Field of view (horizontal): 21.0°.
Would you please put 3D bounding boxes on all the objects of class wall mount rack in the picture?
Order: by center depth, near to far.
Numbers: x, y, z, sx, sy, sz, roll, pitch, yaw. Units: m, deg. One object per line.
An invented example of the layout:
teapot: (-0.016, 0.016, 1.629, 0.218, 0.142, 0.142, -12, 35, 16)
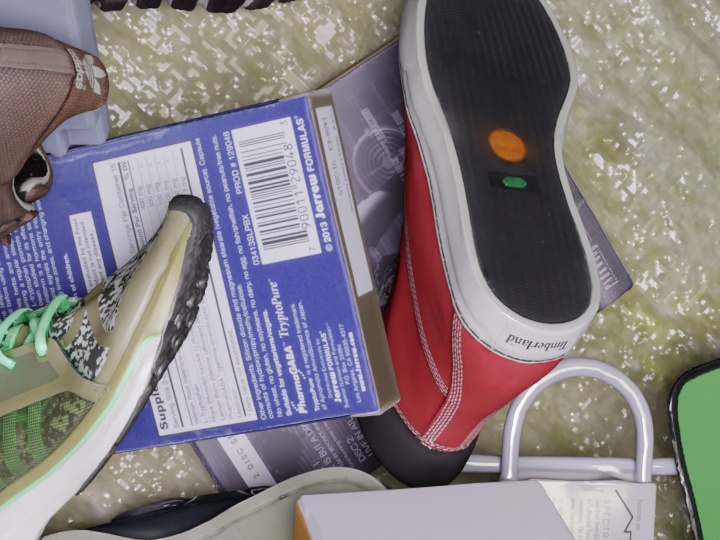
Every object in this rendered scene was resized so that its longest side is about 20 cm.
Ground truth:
wall mount rack: (0.108, 0.135, 0.827, 0.173, 0.075, 0.201, 2, 92, -11)

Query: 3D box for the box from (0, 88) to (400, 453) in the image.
box: (-0.092, 0.010, 0.749, 0.200, 0.032, 0.121, -11, 96, 20)

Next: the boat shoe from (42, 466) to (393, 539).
boat shoe: (-0.072, 0.128, 0.776, 0.199, 0.066, 0.075, -24, 77, 9)

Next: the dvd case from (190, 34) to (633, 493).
dvd case: (0.000, 0.000, 0.817, 0.200, 0.016, 0.149, -34, 102, -12)

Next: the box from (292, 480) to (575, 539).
box: (0.029, 0.194, 0.700, 0.097, 0.124, 0.200, -2, 116, -14)

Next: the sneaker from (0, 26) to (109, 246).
sneaker: (-0.151, -0.020, 0.693, 0.075, 0.200, 0.071, -1, 67, -29)

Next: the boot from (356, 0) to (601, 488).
boot: (0.031, -0.020, 0.782, 0.072, 0.144, 0.200, 10, 53, -18)

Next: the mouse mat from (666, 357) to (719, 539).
mouse mat: (0.205, 0.123, 0.851, 0.161, 0.008, 0.200, -16, 96, -37)

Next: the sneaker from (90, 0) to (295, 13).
sneaker: (-0.087, -0.163, 0.759, 0.200, 0.076, 0.116, -8, 77, -27)

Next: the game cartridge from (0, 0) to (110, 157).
game cartridge: (-0.194, -0.097, 0.682, 0.199, 0.133, 0.042, 3, 48, 3)

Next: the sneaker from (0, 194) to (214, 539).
sneaker: (-0.129, 0.042, 0.700, 0.089, 0.077, 0.200, 37, 108, -7)
